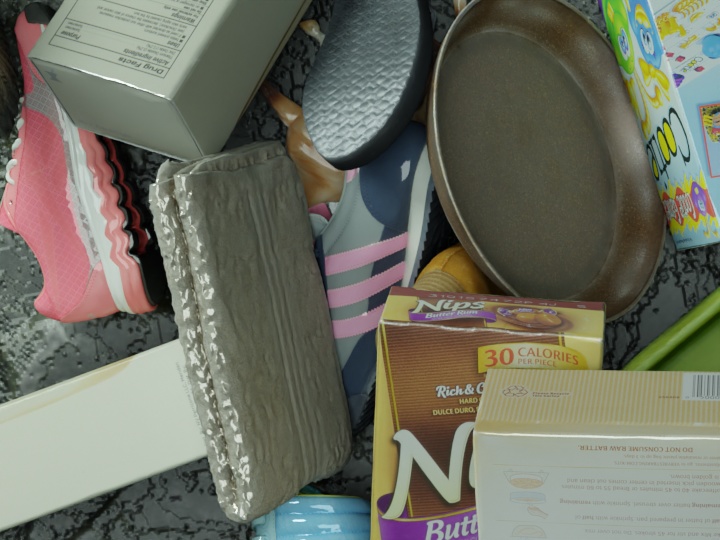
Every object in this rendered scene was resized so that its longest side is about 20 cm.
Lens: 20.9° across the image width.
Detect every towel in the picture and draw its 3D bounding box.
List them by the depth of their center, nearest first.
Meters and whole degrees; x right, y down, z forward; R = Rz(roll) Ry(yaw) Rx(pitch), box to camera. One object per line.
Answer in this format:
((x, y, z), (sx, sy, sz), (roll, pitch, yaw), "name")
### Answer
((-0.059, 0.030, 1.082), (0.034, 0.133, 0.200), (-9, 96, 27), "towel")

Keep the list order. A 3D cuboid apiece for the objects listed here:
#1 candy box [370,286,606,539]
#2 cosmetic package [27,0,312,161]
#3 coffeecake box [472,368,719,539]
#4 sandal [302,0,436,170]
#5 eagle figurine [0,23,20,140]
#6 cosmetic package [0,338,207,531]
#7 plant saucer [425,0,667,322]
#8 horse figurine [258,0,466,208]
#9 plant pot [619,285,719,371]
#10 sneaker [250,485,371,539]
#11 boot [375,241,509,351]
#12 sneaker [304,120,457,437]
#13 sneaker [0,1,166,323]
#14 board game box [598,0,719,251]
((0.065, 0.113, 1.034), (0.117, 0.056, 0.200), (4, 109, 7), "candy box")
((-0.089, -0.168, 1.117), (0.103, 0.073, 0.200), (19, 68, 26), "cosmetic package")
((0.139, 0.154, 0.967), (0.153, 0.073, 0.200), (0, 112, 10), "coffeecake box")
((0.015, -0.135, 1.112), (0.076, 0.043, 0.200), (-17, 45, 29), "sandal")
((-0.267, -0.167, 1.127), (0.200, 0.152, 0.151), (39, 112, 44), "eagle figurine")
((-0.155, 0.096, 1.160), (0.200, 0.105, 0.071), (-20, 88, 3), "cosmetic package")
((0.103, -0.064, 1.116), (0.032, 0.200, 0.200), (-17, 89, 45), "plant saucer")
((0.014, -0.097, 1.172), (0.200, 0.050, 0.133), (-14, 84, 7), "horse figurine")
((0.256, 0.101, 1.085), (0.199, 0.200, 0.182), (-39, 93, 4), "plant pot")
((-0.057, 0.202, 1.175), (0.200, 0.080, 0.131), (-28, 64, 21), "sneaker")
((0.078, 0.080, 1.134), (0.071, 0.144, 0.201), (1, 114, 36), "boot")
((0.000, 0.000, 1.151), (0.082, 0.070, 0.200), (21, 113, 14), "sneaker")
((-0.187, -0.062, 1.176), (0.087, 0.074, 0.200), (-17, 88, 9), "sneaker")
((0.211, -0.123, 1.121), (0.105, 0.103, 0.200), (-17, 89, -6), "board game box")
